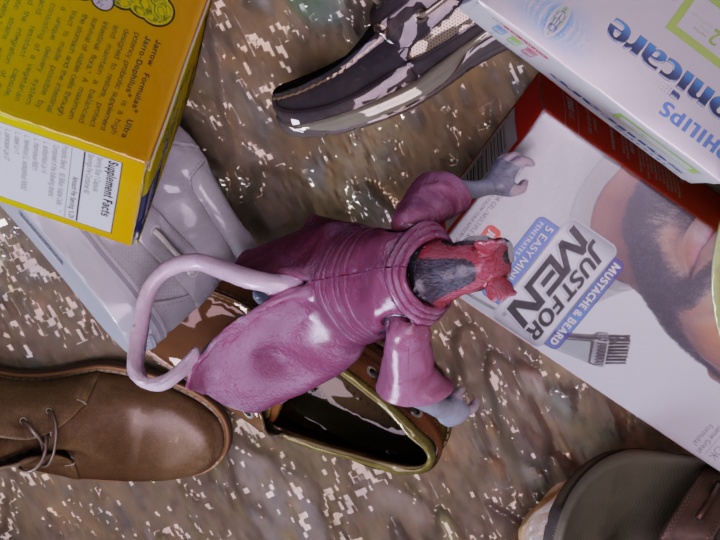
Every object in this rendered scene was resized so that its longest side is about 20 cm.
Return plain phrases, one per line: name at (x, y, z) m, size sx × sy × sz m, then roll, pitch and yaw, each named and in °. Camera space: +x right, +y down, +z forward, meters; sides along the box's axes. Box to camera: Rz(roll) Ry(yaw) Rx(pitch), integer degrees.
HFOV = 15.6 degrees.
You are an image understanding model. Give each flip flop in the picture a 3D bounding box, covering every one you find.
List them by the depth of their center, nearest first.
flip flop at (0.185, 0.139, 1.385) m, size 0.199 × 0.057 × 0.082 m, roll 5°, pitch 93°, yaw -26°

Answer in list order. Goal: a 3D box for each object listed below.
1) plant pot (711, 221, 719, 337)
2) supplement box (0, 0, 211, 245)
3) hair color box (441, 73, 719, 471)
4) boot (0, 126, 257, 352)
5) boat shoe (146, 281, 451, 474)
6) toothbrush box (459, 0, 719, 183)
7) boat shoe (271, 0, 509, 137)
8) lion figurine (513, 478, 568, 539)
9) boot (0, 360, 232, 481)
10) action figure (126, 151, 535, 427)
plant pot at (0.264, -0.036, 1.274) m, size 0.199 × 0.184 × 0.202 m, roll 1°, pitch 115°, yaw 3°
supplement box at (-0.181, -0.108, 1.262) m, size 0.199 × 0.110 × 0.109 m, roll 19°, pitch 158°, yaw -2°
hair color box at (0.142, 0.003, 1.364) m, size 0.199 × 0.064 × 0.111 m, roll 33°, pitch 111°, yaw -12°
boot at (-0.142, -0.061, 1.356) m, size 0.095 × 0.074 × 0.200 m, roll -39°, pitch 94°, yaw -14°
boat shoe at (-0.043, 0.048, 1.390) m, size 0.199 × 0.068 × 0.072 m, roll 20°, pitch 115°, yaw -5°
toothbrush box at (0.164, -0.162, 1.233) m, size 0.145 × 0.086 × 0.200 m, roll 37°, pitch 91°, yaw -4°
boat shoe at (0.040, -0.134, 1.311) m, size 0.199 × 0.075 × 0.074 m, roll -27°, pitch 100°, yaw 5°
lion figurine at (0.138, 0.203, 1.457) m, size 0.122 × 0.073 × 0.200 m, roll -35°, pitch 120°, yaw 12°
boot at (-0.169, 0.090, 1.413) m, size 0.198 × 0.076 × 0.074 m, roll 7°, pitch 113°, yaw -1°
action figure at (0.000, 0.000, 1.276) m, size 0.148 × 0.135 × 0.199 m, roll 14°, pitch 162°, yaw -34°
